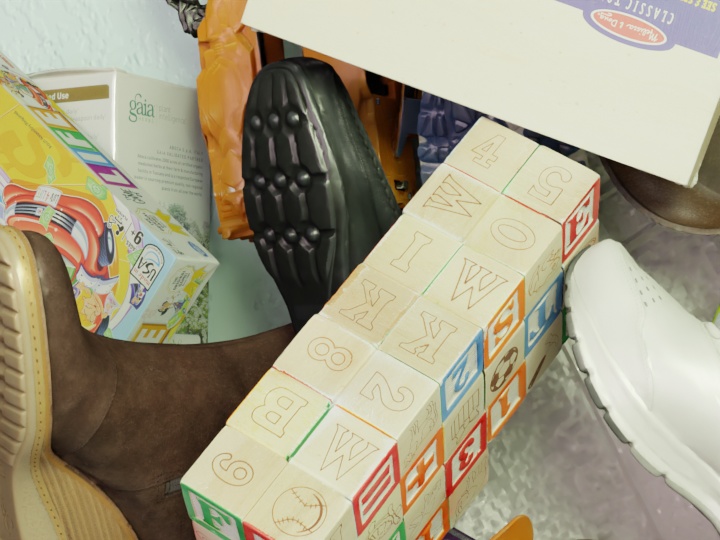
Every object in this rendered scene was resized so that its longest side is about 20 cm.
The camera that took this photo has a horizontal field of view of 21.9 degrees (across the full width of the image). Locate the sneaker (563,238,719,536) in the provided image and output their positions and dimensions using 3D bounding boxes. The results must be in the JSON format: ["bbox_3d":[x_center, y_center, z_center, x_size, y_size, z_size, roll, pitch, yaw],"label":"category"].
[{"bbox_3d":[0.155,0.063,0.711,0.087,0.074,0.200,-43,77,17],"label":"sneaker"}]

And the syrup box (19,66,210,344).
[{"bbox_3d":[-0.129,0.004,0.932,0.081,0.079,0.202,-3,85,32],"label":"syrup box"}]

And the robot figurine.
[{"bbox_3d":[-0.030,-0.120,0.891,0.144,0.058,0.202,-9,82,30],"label":"robot figurine"}]

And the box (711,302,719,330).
[{"bbox_3d":[0.210,0.013,0.741,0.121,0.048,0.201,26,99,31],"label":"box"}]

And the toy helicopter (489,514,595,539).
[{"bbox_3d":[0.083,0.138,0.722,0.131,0.200,0.080,12,97,9],"label":"toy helicopter"}]

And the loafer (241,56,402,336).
[{"bbox_3d":[0.000,0.000,0.827,0.068,0.070,0.202,0,110,48],"label":"loafer"}]

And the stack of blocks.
[{"bbox_3d":[0.019,0.052,0.736,0.058,0.116,0.200,28,62,22],"label":"stack of blocks"}]

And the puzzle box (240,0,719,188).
[{"bbox_3d":[0.063,-0.128,0.747,0.199,0.025,0.134,22,95,14],"label":"puzzle box"}]

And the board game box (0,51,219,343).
[{"bbox_3d":[-0.172,-0.011,0.892,0.200,0.034,0.135,42,108,27],"label":"board game box"}]

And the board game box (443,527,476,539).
[{"bbox_3d":[0.062,0.160,0.779,0.199,0.120,0.033,26,104,31],"label":"board game box"}]

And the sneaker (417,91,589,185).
[{"bbox_3d":[0.062,-0.090,0.826,0.077,0.085,0.201,-14,102,26],"label":"sneaker"}]

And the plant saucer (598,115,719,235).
[{"bbox_3d":[0.168,-0.109,0.748,0.200,0.032,0.202,-27,55,47],"label":"plant saucer"}]

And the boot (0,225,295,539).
[{"bbox_3d":[-0.090,0.048,0.820,0.072,0.166,0.201,32,134,42],"label":"boot"}]
